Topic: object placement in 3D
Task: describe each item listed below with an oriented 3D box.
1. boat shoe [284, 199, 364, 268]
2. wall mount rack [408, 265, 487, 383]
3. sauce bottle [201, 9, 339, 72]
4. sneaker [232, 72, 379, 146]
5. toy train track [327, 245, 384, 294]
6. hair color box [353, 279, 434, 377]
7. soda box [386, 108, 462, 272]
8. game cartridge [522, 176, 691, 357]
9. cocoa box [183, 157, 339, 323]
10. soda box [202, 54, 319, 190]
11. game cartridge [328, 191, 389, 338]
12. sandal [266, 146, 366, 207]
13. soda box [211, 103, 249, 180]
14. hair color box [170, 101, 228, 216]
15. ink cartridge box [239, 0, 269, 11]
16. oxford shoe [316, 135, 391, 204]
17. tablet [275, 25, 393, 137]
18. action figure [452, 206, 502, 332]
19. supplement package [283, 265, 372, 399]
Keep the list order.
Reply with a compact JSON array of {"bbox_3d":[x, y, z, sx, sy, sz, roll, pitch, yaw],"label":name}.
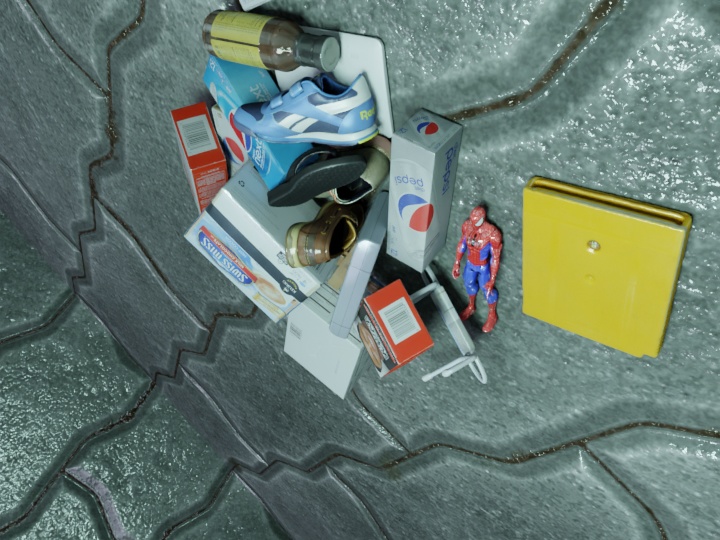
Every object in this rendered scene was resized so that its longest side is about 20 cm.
[{"bbox_3d":[-0.033,-0.051,0.851,0.066,0.200,0.074,4,111,23],"label":"boat shoe"},{"bbox_3d":[0.108,0.094,0.914,0.203,0.073,0.174,62,172,8],"label":"wall mount rack"},{"bbox_3d":[-0.115,-0.289,0.772,0.197,0.065,0.066,23,142,28],"label":"sauce bottle"},{"bbox_3d":[-0.072,-0.210,0.772,0.194,0.075,0.084,3,123,13],"label":"sneaker"},{"bbox_3d":[0.016,0.012,1.003,0.199,0.033,0.115,40,130,-1],"label":"toy train track"},{"bbox_3d":[0.043,0.092,0.890,0.103,0.060,0.200,61,169,11],"label":"hair color box"},{"bbox_3d":[0.078,-0.097,0.779,0.063,0.068,0.203,29,143,23],"label":"soda box"},{"bbox_3d":[0.271,0.001,0.700,0.174,0.032,0.203,22,143,33],"label":"game cartridge"},{"bbox_3d":[-0.140,-0.051,0.927,0.200,0.134,0.131,44,129,-12],"label":"cocoa box"},{"bbox_3d":[-0.144,-0.219,0.867,0.203,0.067,0.064,58,147,5],"label":"soda box"},{"bbox_3d":[0.000,0.000,0.886,0.041,0.134,0.203,23,133,4],"label":"game cartridge"},{"bbox_3d":[-0.067,-0.128,0.793,0.198,0.074,0.049,-14,82,51],"label":"sandal"},{"bbox_3d":[-0.181,-0.183,0.990,0.067,0.064,0.203,27,142,26],"label":"soda box"},{"bbox_3d":[-0.266,-0.176,1.027,0.201,0.062,0.113,117,132,-68],"label":"hair color box"},{"bbox_3d":[-0.139,-0.422,0.703,0.118,0.042,0.203,8,134,46],"label":"ink cartridge box"},{"bbox_3d":[-0.032,-0.131,0.853,0.070,0.075,0.198,38,154,-23],"label":"oxford shoe"},{"bbox_3d":[-0.042,-0.253,0.800,0.197,0.014,0.132,24,141,33],"label":"tablet"},{"bbox_3d":[0.158,-0.001,0.812,0.065,0.051,0.204,27,141,35],"label":"action figure"},{"bbox_3d":[-0.045,0.108,1.103,0.154,0.111,0.202,36,146,14],"label":"supplement package"}]
